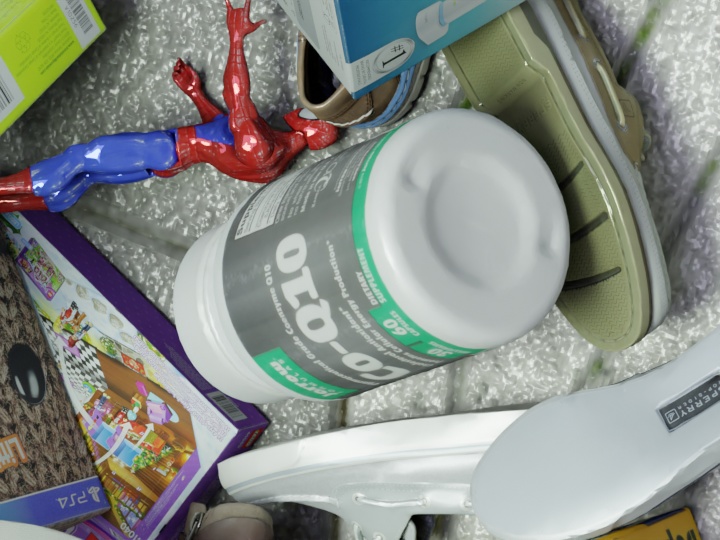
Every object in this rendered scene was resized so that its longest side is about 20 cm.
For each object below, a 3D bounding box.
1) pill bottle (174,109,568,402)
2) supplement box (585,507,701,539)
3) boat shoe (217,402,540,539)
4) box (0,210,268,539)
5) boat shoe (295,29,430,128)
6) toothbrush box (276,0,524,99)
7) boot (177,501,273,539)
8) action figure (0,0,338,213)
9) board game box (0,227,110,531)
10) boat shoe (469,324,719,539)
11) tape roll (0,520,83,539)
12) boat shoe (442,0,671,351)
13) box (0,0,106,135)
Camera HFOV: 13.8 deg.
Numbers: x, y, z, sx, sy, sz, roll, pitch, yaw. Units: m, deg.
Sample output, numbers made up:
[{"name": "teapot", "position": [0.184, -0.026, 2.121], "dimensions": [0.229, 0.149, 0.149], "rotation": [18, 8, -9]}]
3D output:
[{"name": "pill bottle", "position": [0.000, 0.000, 1.441], "dimensions": [0.200, 0.113, 0.113], "rotation": [-22, 84, 54]}, {"name": "supplement box", "position": [0.074, 0.201, 1.465], "dimensions": [0.200, 0.109, 0.110], "rotation": [-20, 86, 26]}, {"name": "boat shoe", "position": [0.022, 0.110, 1.510], "dimensions": [0.199, 0.072, 0.069], "rotation": [-9, 88, 17]}, {"name": "box", "position": [-0.162, 0.067, 1.609], "dimensions": [0.200, 0.039, 0.137], "rotation": [44, 111, 16]}, {"name": "boat shoe", "position": [0.011, -0.168, 1.484], "dimensions": [0.072, 0.072, 0.201], "rotation": [11, 99, 25]}, {"name": "toothbrush box", "position": [0.052, -0.192, 1.366], "dimensions": [0.200, 0.147, 0.085], "rotation": [-30, 60, -10]}, {"name": "boot", "position": [-0.092, 0.195, 1.556], "dimensions": [0.200, 0.070, 0.147], "rotation": [-20, 56, 64]}, {"name": "action figure", "position": [-0.112, -0.085, 1.545], "dimensions": [0.199, 0.065, 0.099], "rotation": [-5, 79, 4]}, {"name": "board game box", "position": [-0.242, 0.060, 1.537], "dimensions": [0.097, 0.159, 0.200], "rotation": [-25, 84, 27]}, {"name": "boat shoe", "position": [0.149, 0.077, 1.430], "dimensions": [0.200, 0.070, 0.071], "rotation": [-32, 66, 12]}, {"name": "tape roll", "position": [-0.163, 0.214, 1.447], "dimensions": [0.202, 0.037, 0.203], "rotation": [7, 121, 12]}, {"name": "boat shoe", "position": [0.108, -0.061, 1.443], "dimensions": [0.075, 0.068, 0.200], "rotation": [-28, 82, 48]}, {"name": "box", "position": [-0.244, -0.104, 1.571], "dimensions": [0.200, 0.122, 0.048], "rotation": [-2, 127, 42]}]
